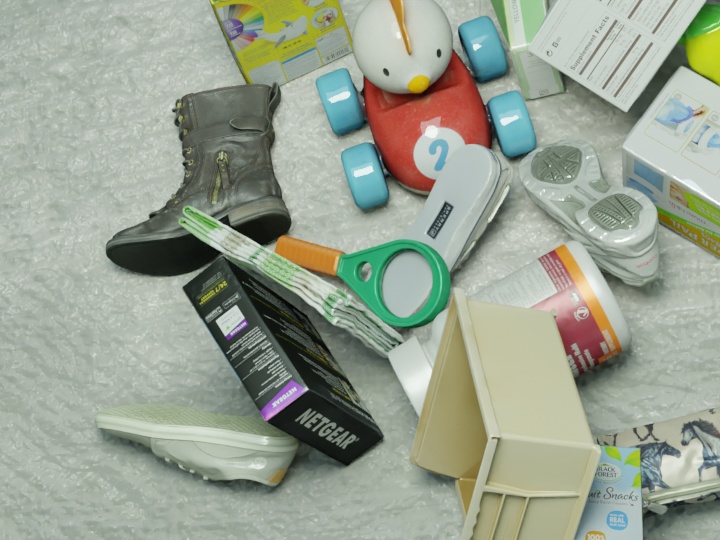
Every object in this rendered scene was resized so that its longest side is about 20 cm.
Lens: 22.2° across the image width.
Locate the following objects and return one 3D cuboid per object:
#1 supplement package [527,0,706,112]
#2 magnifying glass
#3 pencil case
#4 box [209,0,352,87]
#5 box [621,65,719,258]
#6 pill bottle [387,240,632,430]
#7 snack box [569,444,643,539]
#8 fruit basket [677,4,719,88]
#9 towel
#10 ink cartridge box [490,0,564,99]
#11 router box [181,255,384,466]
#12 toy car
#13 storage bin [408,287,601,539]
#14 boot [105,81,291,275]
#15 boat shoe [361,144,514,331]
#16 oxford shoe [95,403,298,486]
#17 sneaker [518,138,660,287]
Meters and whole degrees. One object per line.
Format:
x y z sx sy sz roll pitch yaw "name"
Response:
0.255 -0.273 1.678 0.110 0.156 0.200 31 37 -2 "supplement package"
0.000 0.000 1.706 0.199 0.022 0.080 16 94 35 "magnifying glass"
0.307 0.163 1.579 0.198 0.078 0.090 -13 44 5 "pencil case"
-0.081 -0.256 1.768 0.117 0.200 0.049 -25 65 -2 "box"
0.345 -0.075 1.657 0.199 0.113 0.102 33 75 21 "box"
0.132 0.066 1.636 0.199 0.110 0.110 -29 65 2 "pill bottle"
0.180 0.263 1.508 0.067 0.169 0.202 6 65 -8 "snack box"
0.398 -0.193 1.650 0.155 0.216 0.215 -44 66 -10 "fruit basket"
-0.063 0.014 1.667 0.199 0.149 0.031 29 84 30 "towel"
0.149 -0.272 1.732 0.048 0.200 0.147 -10 65 9 "ink cartridge box"
-0.065 0.083 1.615 0.051 0.200 0.150 -37 64 6 "router box"
0.049 -0.184 1.710 0.183 0.200 0.178 -19 61 2 "toy car"
0.111 0.157 1.503 0.093 0.200 0.201 7 31 -11 "storage bin"
-0.161 -0.095 1.796 0.198 0.069 0.175 -14 60 0 "boot"
0.076 -0.024 1.709 0.071 0.070 0.201 38 103 34 "boat shoe"
-0.153 0.159 1.679 0.198 0.075 0.058 9 105 16 "oxford shoe"
0.210 -0.046 1.691 0.078 0.100 0.200 -27 38 -7 "sneaker"
